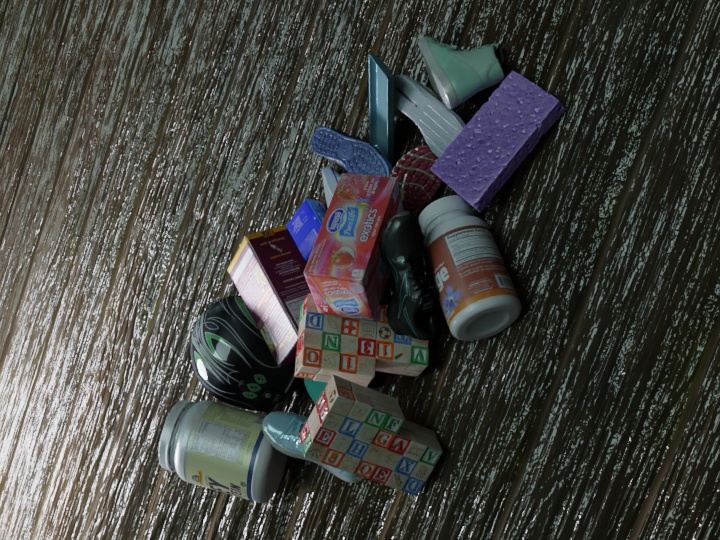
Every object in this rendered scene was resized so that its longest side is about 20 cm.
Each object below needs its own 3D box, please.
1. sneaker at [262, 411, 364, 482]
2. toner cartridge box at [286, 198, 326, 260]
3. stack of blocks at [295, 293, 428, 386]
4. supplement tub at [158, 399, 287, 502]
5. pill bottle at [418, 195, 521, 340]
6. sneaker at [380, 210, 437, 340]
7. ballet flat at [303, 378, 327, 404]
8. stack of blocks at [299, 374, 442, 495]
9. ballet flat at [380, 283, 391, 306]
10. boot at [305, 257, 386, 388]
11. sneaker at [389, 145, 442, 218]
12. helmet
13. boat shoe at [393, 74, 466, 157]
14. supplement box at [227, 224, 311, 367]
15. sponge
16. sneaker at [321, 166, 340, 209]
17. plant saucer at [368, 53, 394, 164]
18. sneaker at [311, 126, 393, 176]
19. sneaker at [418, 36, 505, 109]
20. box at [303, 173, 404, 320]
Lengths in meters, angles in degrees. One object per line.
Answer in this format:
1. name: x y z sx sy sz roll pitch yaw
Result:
1. sneaker: -0.073 0.271 1.679 0.198 0.082 0.074 21 54 15
2. toner cartridge box: -0.119 -0.023 1.866 0.201 0.043 0.095 -51 51 25
3. stack of blocks: 0.004 0.115 1.588 0.059 0.197 0.117 125 151 -63
4. supplement tub: -0.235 0.309 1.787 0.197 0.145 0.147 13 90 12
5. pill bottle: 0.156 -0.007 1.534 0.112 0.111 0.202 -39 55 32
6. sneaker: 0.081 0.010 1.510 0.079 0.075 0.203 27 131 49
7. ballet flat: -0.023 0.222 1.701 0.200 0.063 0.076 41 109 45
8. stack of blocks: 0.022 0.250 1.549 0.116 0.198 0.059 -60 21 17
9. ballet flat: 0.000 0.000 1.689 0.074 0.072 0.200 -60 33 18
10. boot: -0.026 0.084 1.710 0.200 0.065 0.167 37 135 47
11. sneaker: 0.069 -0.112 1.677 0.080 0.075 0.202 30 94 2
12. helmet: -0.206 0.141 1.805 0.201 0.189 0.200 -57 10 16
13. boat shoe: 0.126 -0.245 1.648 0.201 0.062 0.072 51 127 19
14. supplement box: -0.131 0.042 1.715 0.201 0.085 0.111 60 144 18
15. sponge: 0.204 -0.196 1.543 0.201 0.030 0.111 -50 50 3
16. sneaker: -0.018 -0.124 1.771 0.201 0.070 0.074 -118 19 -55
17. plant saucer: 0.036 -0.260 1.695 0.201 0.019 0.070 87 157 -49
18. sneaker: 0.002 -0.190 1.757 0.200 0.077 0.071 38 108 39
19. sneaker: 0.166 -0.332 1.641 0.117 0.074 0.201 -23 37 2
20. box: -0.004 -0.038 1.547 0.093 0.103 0.202 6 54 19
